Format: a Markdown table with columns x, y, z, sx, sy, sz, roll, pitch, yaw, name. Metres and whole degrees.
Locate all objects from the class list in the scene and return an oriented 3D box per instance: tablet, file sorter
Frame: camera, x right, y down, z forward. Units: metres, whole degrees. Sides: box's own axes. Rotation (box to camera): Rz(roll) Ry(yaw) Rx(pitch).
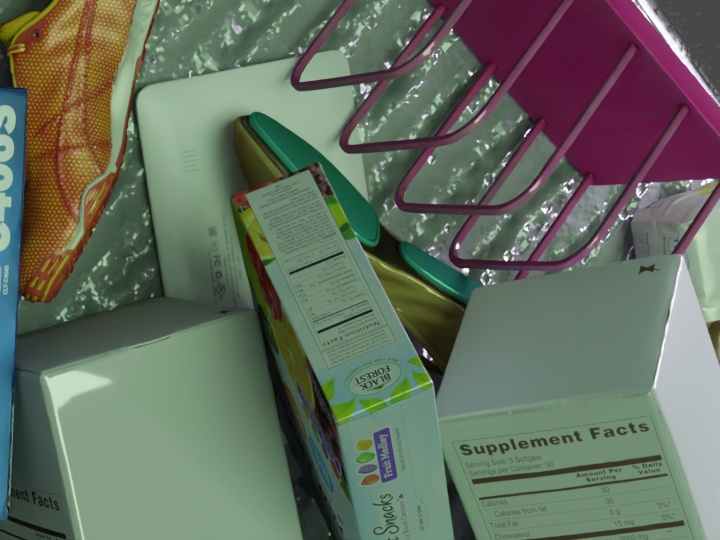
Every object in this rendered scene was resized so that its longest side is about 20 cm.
| x | y | z | sx | sy | sz | roll | pitch | yaw | name |
| --- | --- | --- | --- | --- | --- | --- | --- | --- | --- |
| -0.047 | -0.008 | 1.297 | 0.129 | 0.014 | 0.202 | -13 | 100 | -29 | tablet |
| 0.081 | -0.078 | 1.289 | 0.200 | 0.139 | 0.126 | 46 | 67 | -24 | file sorter |

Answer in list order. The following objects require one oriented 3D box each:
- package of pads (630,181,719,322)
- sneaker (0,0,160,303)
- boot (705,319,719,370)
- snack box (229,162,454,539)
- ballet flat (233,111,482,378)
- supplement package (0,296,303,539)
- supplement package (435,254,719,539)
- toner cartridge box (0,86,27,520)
| x | y | z | sx | sy | sz | roll | pitch | yaw | name |
| --- | --- | --- | --- | --- | --- | --- | --- | --- | --- |
| 0.260 | 0.013 | 1.445 | 0.199 | 0.068 | 0.156 | -17 | 102 | -29 | package of pads |
| -0.148 | -0.083 | 1.213 | 0.076 | 0.073 | 0.202 | 13 | 82 | -8 | sneaker |
| 0.159 | 0.100 | 1.354 | 0.201 | 0.153 | 0.072 | 60 | 38 | -43 | boot |
| -0.005 | 0.067 | 1.182 | 0.053 | 0.143 | 0.201 | -20 | 144 | -8 | snack box |
| 0.000 | 0.000 | 1.273 | 0.200 | 0.069 | 0.063 | 38 | 107 | -9 | ballet flat |
| -0.108 | 0.126 | 1.207 | 0.120 | 0.119 | 0.202 | -15 | 100 | -29 | supplement package |
| 0.128 | 0.111 | 1.227 | 0.117 | 0.116 | 0.201 | -66 | 141 | -53 | supplement package |
| -0.198 | 0.013 | 1.163 | 0.043 | 0.095 | 0.202 | 2 | 92 | -29 | toner cartridge box |
